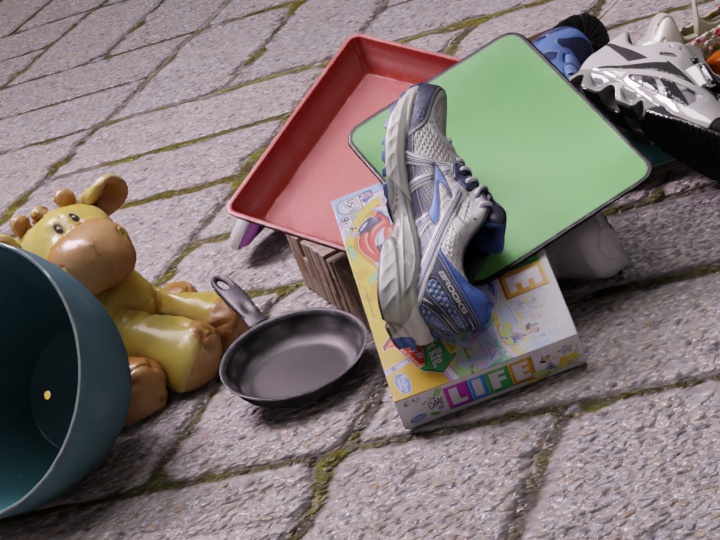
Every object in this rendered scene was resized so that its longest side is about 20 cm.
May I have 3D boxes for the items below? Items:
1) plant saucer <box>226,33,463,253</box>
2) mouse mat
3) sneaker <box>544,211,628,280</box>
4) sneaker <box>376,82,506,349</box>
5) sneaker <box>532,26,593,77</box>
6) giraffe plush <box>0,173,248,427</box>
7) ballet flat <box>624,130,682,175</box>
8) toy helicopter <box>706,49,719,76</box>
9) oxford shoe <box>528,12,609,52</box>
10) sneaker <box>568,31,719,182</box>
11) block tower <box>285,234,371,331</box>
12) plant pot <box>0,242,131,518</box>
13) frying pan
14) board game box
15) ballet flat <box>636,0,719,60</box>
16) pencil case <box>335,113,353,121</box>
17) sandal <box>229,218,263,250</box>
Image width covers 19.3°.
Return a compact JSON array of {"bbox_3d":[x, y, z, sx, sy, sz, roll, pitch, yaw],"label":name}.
[{"bbox_3d":[0.028,-0.083,1.629,0.199,0.037,0.200,17,60,32],"label":"plant saucer"},{"bbox_3d":[0.098,-0.085,1.530,0.160,0.008,0.200,-32,49,-8],"label":"mouse mat"},{"bbox_3d":[0.126,-0.012,1.574,0.099,0.078,0.200,-36,15,-13],"label":"sneaker"},{"bbox_3d":[0.062,-0.040,1.459,0.084,0.077,0.202,-5,63,14],"label":"sneaker"},{"bbox_3d":[0.173,-0.152,1.879,0.082,0.074,0.200,-5,33,35],"label":"sneaker"},{"bbox_3d":[-0.207,0.016,1.697,0.199,0.163,0.173,-5,25,38],"label":"giraffe plush"},{"bbox_3d":[0.193,-0.095,1.722,0.198,0.068,0.064,-18,-11,5],"label":"ballet flat"},{"bbox_3d":[0.333,-0.167,1.747,0.132,0.079,0.200,-32,8,-9],"label":"toy helicopter"},{"bbox_3d":[0.138,-0.172,1.991,0.199,0.073,0.084,-25,3,-14],"label":"oxford shoe"},{"bbox_3d":[0.255,-0.134,1.635,0.199,0.074,0.089,31,73,34],"label":"sneaker"},{"bbox_3d":[0.000,0.000,1.682,0.054,0.058,0.200,-27,21,-12],"label":"block tower"},{"bbox_3d":[-0.247,0.086,1.568,0.199,0.202,0.134,-11,-12,28],"label":"plant pot"},{"bbox_3d":[-0.076,0.060,1.596,0.189,0.031,0.115,12,41,40],"label":"frying pan"},{"bbox_3d":[0.066,0.006,1.493,0.133,0.034,0.201,-21,47,2],"label":"board game box"},{"bbox_3d":[0.298,-0.212,1.880,0.199,0.064,0.076,-30,18,-3],"label":"ballet flat"},{"bbox_3d":[0.029,-0.094,1.787,0.078,0.087,0.200,-29,-8,29],"label":"pencil case"},{"bbox_3d":[-0.057,-0.073,1.936,0.050,0.083,0.203,30,35,9],"label":"sandal"}]
